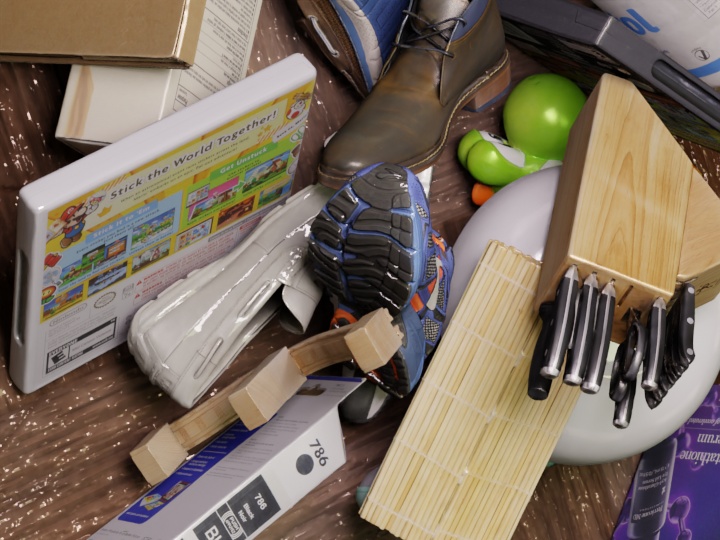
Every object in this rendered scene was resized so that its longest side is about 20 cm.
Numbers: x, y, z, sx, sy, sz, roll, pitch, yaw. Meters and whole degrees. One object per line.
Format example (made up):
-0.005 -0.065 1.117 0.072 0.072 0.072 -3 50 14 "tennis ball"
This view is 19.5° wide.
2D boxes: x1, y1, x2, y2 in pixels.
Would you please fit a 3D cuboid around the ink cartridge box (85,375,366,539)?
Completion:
-0.082 0.136 1.299 0.200 0.099 0.039 -39 108 -26 "ink cartridge box"

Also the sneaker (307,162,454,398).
0.019 -0.007 1.266 0.075 0.200 0.079 27 62 16 "sneaker"

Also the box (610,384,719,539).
0.266 0.189 1.482 0.104 0.148 0.201 31 72 -27 "box"

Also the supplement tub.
0.212 -0.233 1.477 0.200 0.132 0.132 36 70 -24 "supplement tub"

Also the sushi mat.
0.082 0.087 1.319 0.095 0.012 0.201 24 99 -6 "sushi mat"

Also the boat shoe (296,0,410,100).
-0.001 -0.170 1.364 0.072 0.072 0.200 -51 143 -23 "boat shoe"

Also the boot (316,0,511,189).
0.030 -0.128 1.305 0.200 0.074 0.097 -44 140 -47 "boot"

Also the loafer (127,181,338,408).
-0.051 0.008 1.297 0.200 0.070 0.070 -38 77 -9 "loafer"

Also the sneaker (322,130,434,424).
0.000 0.000 1.384 0.080 0.074 0.201 7 89 -3 "sneaker"

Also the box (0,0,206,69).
-0.149 -0.219 1.242 0.021 0.163 0.201 25 73 -56 "box"

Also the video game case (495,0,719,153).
0.169 -0.136 1.401 0.180 0.200 0.026 30 91 -32 "video game case"

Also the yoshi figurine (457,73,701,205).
0.166 -0.075 1.462 0.199 0.112 0.112 17 71 -28 "yoshi figurine"

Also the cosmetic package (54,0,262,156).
-0.114 -0.158 1.283 0.105 0.071 0.201 37 64 -66 "cosmetic package"

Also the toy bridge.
-0.055 0.071 1.275 0.027 0.200 0.067 56 31 -8 "toy bridge"

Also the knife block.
0.139 -0.008 1.269 0.175 0.064 0.200 -20 66 -31 "knife block"

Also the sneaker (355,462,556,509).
0.064 0.079 1.411 0.200 0.078 0.141 -17 96 -40 "sneaker"

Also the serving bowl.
0.154 0.028 1.361 0.199 0.066 0.201 0 88 -14 "serving bowl"

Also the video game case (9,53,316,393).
-0.120 -0.027 1.252 0.200 0.182 0.023 -29 64 -29 "video game case"
